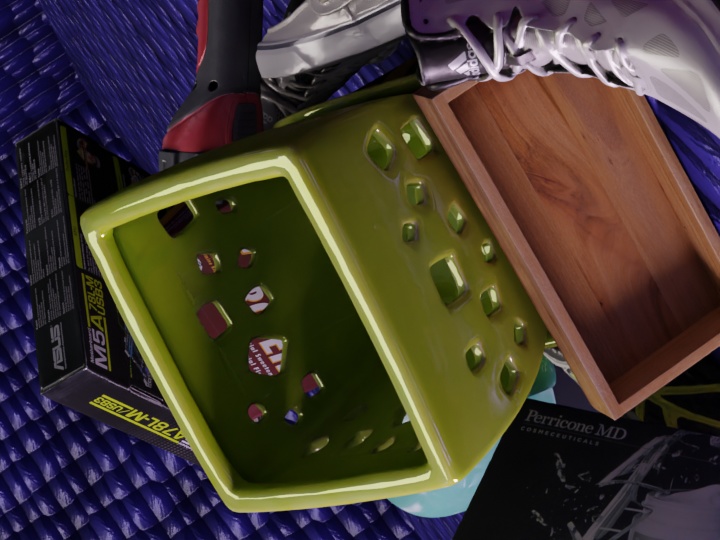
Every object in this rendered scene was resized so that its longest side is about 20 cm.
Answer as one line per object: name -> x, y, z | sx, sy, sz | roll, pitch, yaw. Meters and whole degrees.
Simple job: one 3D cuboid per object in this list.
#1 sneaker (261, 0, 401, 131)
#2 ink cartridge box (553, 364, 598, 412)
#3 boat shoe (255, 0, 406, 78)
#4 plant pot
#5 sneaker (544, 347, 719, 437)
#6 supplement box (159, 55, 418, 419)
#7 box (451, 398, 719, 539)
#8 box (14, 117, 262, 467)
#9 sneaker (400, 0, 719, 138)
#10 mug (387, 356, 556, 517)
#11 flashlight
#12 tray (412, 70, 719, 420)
sneaker -> -0.038, -0.120, 1.239 | 0.075, 0.116, 0.200 | 38, 167, 0
ink cartridge box -> 0.196, 0.174, 1.441 | 0.145, 0.083, 0.200 | 47, 167, 45
boat shoe -> 0.008, -0.157, 1.096 | 0.200, 0.072, 0.066 | -15, 97, 51
plant pot -> 0.000, 0.000, 1.095 | 0.200, 0.181, 0.199 | -13, 107, 48
sneaker -> 0.160, 0.059, 1.243 | 0.200, 0.075, 0.076 | 51, 169, 36
supplement box -> -0.026, -0.020, 1.327 | 0.133, 0.200, 0.197 | 57, -155, -10
box -> 0.155, 0.200, 1.137 | 0.200, 0.197, 0.124 | 9, 143, 30
box -> -0.147, 0.021, 1.346 | 0.193, 0.047, 0.200 | 29, -140, -47
sneaker -> 0.091, -0.096, 0.896 | 0.201, 0.115, 0.076 | 48, 169, 41
mug -> 0.052, 0.084, 1.367 | 0.152, 0.114, 0.185 | 56, 155, 33
flashlight -> -0.086, -0.141, 1.187 | 0.068, 0.067, 0.201 | -102, 13, -85
tray -> 0.119, -0.033, 1.033 | 0.200, 0.099, 0.037 | 59, 171, -17
